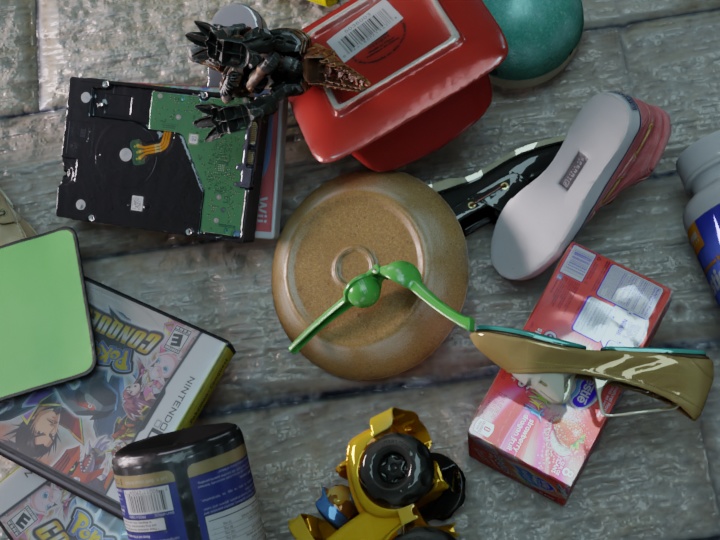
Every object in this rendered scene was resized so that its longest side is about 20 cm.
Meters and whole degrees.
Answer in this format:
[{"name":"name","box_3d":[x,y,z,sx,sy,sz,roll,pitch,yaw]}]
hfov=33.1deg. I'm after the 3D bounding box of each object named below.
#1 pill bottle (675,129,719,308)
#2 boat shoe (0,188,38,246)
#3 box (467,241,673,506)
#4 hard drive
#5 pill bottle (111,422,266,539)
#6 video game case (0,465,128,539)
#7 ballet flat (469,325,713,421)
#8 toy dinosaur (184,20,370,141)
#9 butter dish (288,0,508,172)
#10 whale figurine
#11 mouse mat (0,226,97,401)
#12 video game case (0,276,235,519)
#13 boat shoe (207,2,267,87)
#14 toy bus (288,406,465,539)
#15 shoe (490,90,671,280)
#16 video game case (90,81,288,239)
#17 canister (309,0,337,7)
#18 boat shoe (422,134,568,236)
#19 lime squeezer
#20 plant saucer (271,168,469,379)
[{"name":"pill bottle","box_3d":[0.359,-0.026,1.090,0.112,0.112,0.200,-18,67,-1]},{"name":"boat shoe","box_3d":[-0.377,-0.053,1.202,0.072,0.065,0.200,-34,70,-7]},{"name":"box","box_3d":[0.184,0.092,1.070,0.102,0.095,0.200,26,74,15]},{"name":"hard drive","box_3d":[-0.190,-0.107,1.163,0.200,0.038,0.140,8,95,16]},{"name":"pill bottle","box_3d":[-0.132,0.236,1.004,0.112,0.112,0.200,-12,92,1]},{"name":"video game case","box_3d":[-0.216,0.223,1.098,0.181,0.026,0.200,-39,70,-10]},{"name":"ballet flat","box_3d":[0.186,0.086,0.988,0.200,0.069,0.063,7,84,9]},{"name":"toy dinosaur","box_3d":[-0.082,-0.186,1.074,0.136,0.200,0.102,-30,106,-45]},{"name":"butter dish","box_3d":[0.045,-0.171,1.148,0.200,0.148,0.200,-31,46,8]},{"name":"whale figurine","box_3d":[0.128,-0.272,1.215,0.200,0.104,0.159,35,76,17]},{"name":"mouse mat","box_3d":[-0.349,0.052,1.133,0.200,0.008,0.161,-17,64,2]},{"name":"video game case","box_3d":[-0.244,0.109,1.111,0.200,0.026,0.181,22,70,20]},{"name":"boat shoe","box_3d":[-0.126,-0.164,1.216,0.071,0.070,0.200,8,94,16]},{"name":"toy bus","box_3d":[0.004,0.241,1.024,0.192,0.136,0.200,-24,65,14]},{"name":"shoe","box_3d":[0.204,-0.071,1.104,0.071,0.091,0.200,48,119,31]},{"name":"video game case","box_3d":[-0.171,-0.109,1.186,0.200,0.017,0.143,5,94,16]},{"name":"canister","box_3d":[-0.097,-0.375,1.291,0.200,0.087,0.149,21,72,12]},{"name":"boat shoe","box_3d":[0.131,-0.071,1.154,0.201,0.074,0.063,-23,73,0]},{"name":"lime squeezer","box_3d":[0.018,0.030,1.066,0.200,0.038,0.071,-10,83,36]},{"name":"plant saucer","box_3d":[0.000,0.000,1.122,0.200,0.035,0.201,-3,81,22]}]
